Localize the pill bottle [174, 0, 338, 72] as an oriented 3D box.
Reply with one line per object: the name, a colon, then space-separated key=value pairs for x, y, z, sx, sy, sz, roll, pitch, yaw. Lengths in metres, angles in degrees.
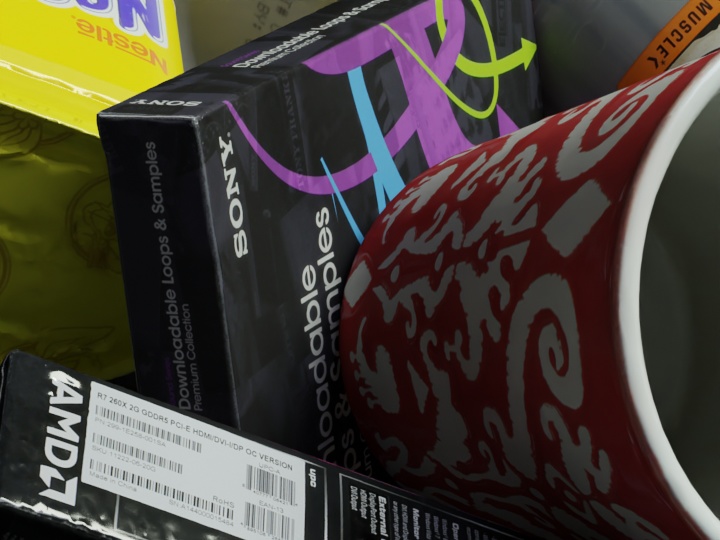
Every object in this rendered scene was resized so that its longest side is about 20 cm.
pill bottle: x=0.025 y=-0.093 z=0.996 sx=0.109 sy=0.109 sz=0.200 roll=44 pitch=33 yaw=18

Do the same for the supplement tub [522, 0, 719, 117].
supplement tub: x=0.149 y=-0.033 z=0.903 sx=0.200 sy=0.123 sz=0.122 roll=47 pitch=34 yaw=17

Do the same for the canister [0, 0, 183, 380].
canister: x=-0.122 y=-0.072 z=0.859 sx=0.148 sy=0.087 sz=0.201 roll=18 pitch=33 yaw=-21

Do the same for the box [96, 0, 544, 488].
box: x=0.000 y=0.000 z=0.826 sx=0.036 sy=0.144 sz=0.200 roll=2 pitch=19 yaw=30

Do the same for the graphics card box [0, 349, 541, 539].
graphics card box: x=-0.016 y=0.104 z=0.669 sx=0.199 sy=0.126 sz=0.051 roll=20 pitch=41 yaw=-19

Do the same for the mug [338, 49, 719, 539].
mug: x=0.092 y=0.029 z=0.713 sx=0.177 sy=0.200 sz=0.134 roll=44 pitch=73 yaw=-14
